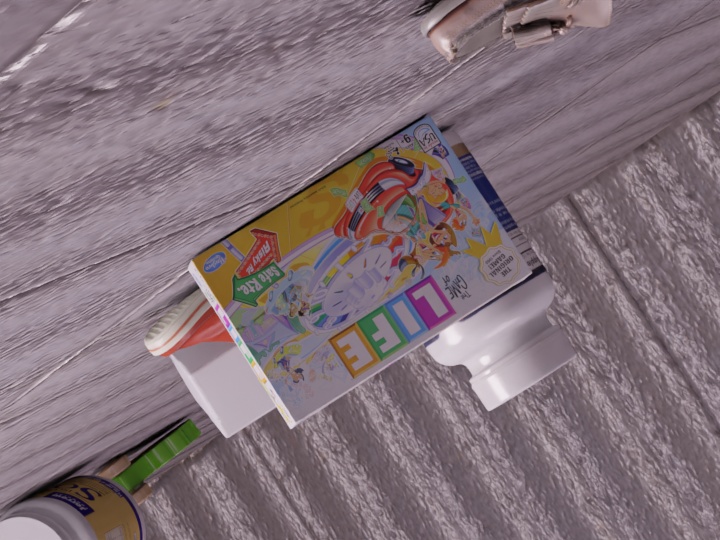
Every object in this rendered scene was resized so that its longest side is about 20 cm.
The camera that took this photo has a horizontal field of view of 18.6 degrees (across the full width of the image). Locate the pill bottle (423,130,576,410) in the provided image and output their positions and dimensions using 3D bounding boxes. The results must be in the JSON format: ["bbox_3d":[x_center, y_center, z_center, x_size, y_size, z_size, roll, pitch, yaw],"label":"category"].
[{"bbox_3d":[0.079,0.002,1.691,0.111,0.200,0.111,-32,176,-3],"label":"pill bottle"}]

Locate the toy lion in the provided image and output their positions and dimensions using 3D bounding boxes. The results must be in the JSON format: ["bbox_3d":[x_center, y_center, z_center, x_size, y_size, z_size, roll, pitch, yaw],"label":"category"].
[{"bbox_3d":[-0.311,0.278,2.997,0.200,0.069,0.192,-36,-177,35],"label":"toy lion"}]

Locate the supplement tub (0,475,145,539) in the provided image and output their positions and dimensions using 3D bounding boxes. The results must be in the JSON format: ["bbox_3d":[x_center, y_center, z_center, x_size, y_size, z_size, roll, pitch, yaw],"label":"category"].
[{"bbox_3d":[-0.358,0.333,2.638,0.145,0.145,0.200,-34,176,18],"label":"supplement tub"}]

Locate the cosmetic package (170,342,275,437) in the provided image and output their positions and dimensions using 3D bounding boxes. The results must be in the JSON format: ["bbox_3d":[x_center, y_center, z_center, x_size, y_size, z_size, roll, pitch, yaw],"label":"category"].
[{"bbox_3d":[-0.057,0.046,1.842,0.200,0.071,0.101,-32,-158,-8],"label":"cosmetic package"}]

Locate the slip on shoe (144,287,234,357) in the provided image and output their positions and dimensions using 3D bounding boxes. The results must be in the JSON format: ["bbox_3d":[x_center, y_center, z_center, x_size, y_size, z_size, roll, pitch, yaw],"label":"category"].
[{"bbox_3d":[-0.090,0.030,1.707,0.074,0.061,0.200,-34,175,37],"label":"slip on shoe"}]

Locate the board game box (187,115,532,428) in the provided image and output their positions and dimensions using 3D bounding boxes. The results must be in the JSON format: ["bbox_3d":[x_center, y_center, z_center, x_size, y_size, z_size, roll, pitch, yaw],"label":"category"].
[{"bbox_3d":[0.000,0.000,1.529,0.200,0.134,0.034,-32,176,-13],"label":"board game box"}]

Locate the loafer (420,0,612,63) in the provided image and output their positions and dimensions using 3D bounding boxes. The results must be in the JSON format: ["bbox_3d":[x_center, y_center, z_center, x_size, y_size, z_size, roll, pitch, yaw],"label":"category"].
[{"bbox_3d":[0.128,-0.159,1.135,0.200,0.063,0.072,-33,177,-1],"label":"loafer"}]
